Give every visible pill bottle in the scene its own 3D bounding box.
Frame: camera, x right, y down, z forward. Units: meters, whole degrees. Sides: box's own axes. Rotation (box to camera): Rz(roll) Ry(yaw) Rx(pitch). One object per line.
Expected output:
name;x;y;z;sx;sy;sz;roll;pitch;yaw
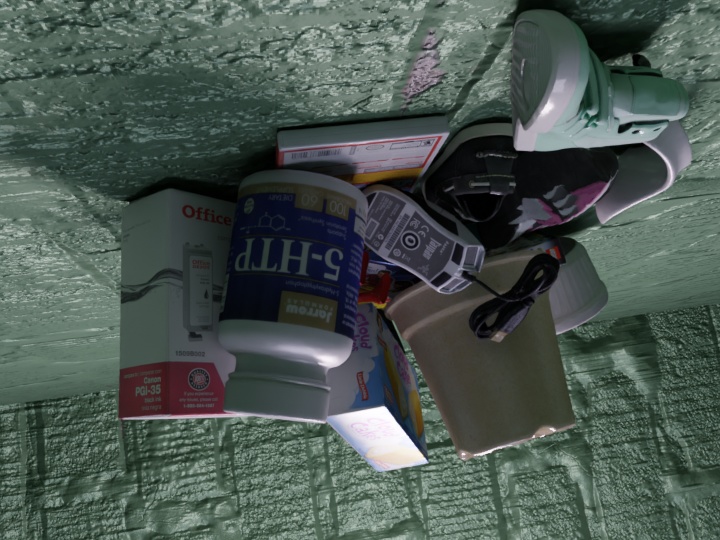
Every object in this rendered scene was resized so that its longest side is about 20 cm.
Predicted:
pill bottle;-0.061;0.026;0.656;0.118;0.203;0.120;6;167;1

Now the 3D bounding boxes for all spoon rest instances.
spoon rest;0.276;-0.097;0.734;0.099;0.061;0.200;-47;165;-1

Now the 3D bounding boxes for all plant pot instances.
plant pot;0.144;0.102;0.835;0.198;0.186;0.201;-15;164;-4

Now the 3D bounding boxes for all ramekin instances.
ramekin;0.259;0.023;1.127;0.200;0.095;0.203;-20;-167;5

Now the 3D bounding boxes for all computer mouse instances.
computer mouse;0.083;-0.020;0.727;0.110;0.199;0.044;-57;176;34

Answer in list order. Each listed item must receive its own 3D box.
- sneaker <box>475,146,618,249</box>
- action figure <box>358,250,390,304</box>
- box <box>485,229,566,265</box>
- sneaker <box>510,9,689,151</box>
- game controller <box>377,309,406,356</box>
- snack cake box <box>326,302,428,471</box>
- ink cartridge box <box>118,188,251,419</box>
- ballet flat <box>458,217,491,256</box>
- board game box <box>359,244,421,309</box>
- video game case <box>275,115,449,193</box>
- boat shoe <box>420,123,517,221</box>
sneaker;0.196;-0.088;0.774;0.086;0.081;0.200;-22;180;-25
action figure;-0.063;0.013;0.791;0.198;0.052;0.065;-8;149;36
box;0.204;-0.017;1.015;0.109;0.035;0.200;-19;-176;8
sneaker;0.161;-0.126;0.494;0.117;0.075;0.200;-4;180;10
game controller;-0.010;0.055;0.994;0.103;0.201;0.042;-4;144;-29
snack cake box;0.016;0.133;0.824;0.066;0.116;0.200;-13;148;12
ink cartridge box;-0.146;0.037;0.714;0.082;0.203;0.146;-12;165;41
ballet flat;0.090;-0.027;0.983;0.198;0.073;0.072;-14;168;28
board game box;0.000;0.000;0.858;0.198;0.035;0.135;11;155;-18
video game case;-0.009;-0.090;0.697;0.141;0.018;0.200;-7;169;-9
boat shoe;0.103;-0.077;0.731;0.071;0.069;0.200;-9;171;-8
